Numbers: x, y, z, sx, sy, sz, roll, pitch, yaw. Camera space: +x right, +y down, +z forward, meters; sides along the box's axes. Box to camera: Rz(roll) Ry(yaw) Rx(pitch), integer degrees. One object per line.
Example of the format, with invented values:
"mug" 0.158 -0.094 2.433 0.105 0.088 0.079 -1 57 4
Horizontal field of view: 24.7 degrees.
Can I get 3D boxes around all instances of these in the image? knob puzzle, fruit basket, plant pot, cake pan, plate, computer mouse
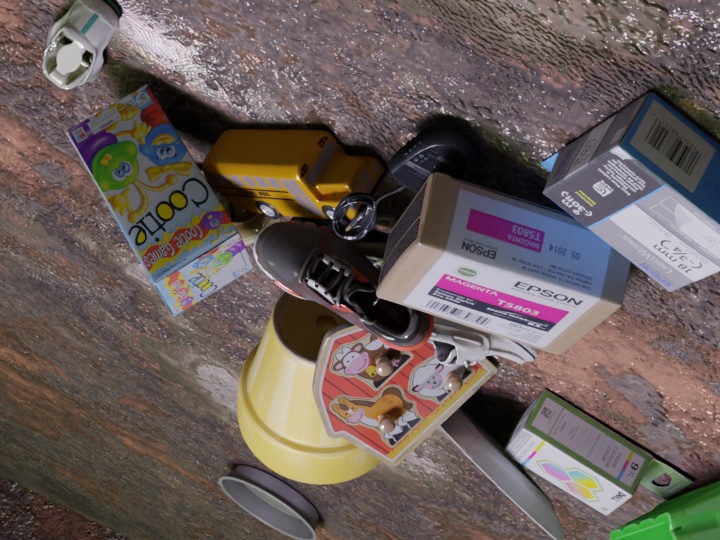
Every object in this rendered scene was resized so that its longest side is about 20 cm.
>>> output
"knob puzzle" 0.033 0.125 1.839 0.220 0.219 0.031 48 -169 -35
"fruit basket" 0.411 0.319 1.850 0.213 0.157 0.216 -13 167 -3
"plant pot" -0.044 0.117 1.937 0.199 0.201 0.190 25 141 15
"cake pan" -0.154 0.402 2.859 0.199 0.037 0.201 27 157 12
"plate" 0.159 0.227 2.000 0.200 0.032 0.200 45 -178 -28
"computer mouse" 0.036 -0.083 1.532 0.058 0.034 0.199 28 142 -26

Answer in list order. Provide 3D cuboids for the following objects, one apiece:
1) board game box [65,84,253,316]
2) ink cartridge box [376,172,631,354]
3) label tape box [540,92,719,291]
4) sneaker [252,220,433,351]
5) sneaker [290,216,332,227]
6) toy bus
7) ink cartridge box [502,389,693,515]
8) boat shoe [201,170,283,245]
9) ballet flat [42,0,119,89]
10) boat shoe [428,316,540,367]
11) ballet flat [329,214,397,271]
"board game box" -0.210 -0.073 1.725 0.201 0.102 0.105 57 173 20
"ink cartridge box" 0.130 -0.002 1.516 0.198 0.076 0.165 17 159 -7
"label tape box" 0.233 -0.053 1.356 0.144 0.064 0.200 36 157 -8
"sneaker" -0.016 0.008 1.603 0.199 0.078 0.082 27 180 5
"sneaker" 0.000 0.000 1.765 0.198 0.081 0.087 25 147 4
"toy bus" -0.067 -0.099 1.659 0.199 0.065 0.078 6 145 48
"ink cartridge box" 0.270 0.225 1.891 0.199 0.060 0.104 31 158 3
"boat shoe" -0.157 -0.075 1.815 0.199 0.074 0.063 6 149 49
"ballet flat" -0.299 -0.226 1.699 0.069 0.070 0.200 36 158 -9
"boat shoe" 0.100 0.069 1.732 0.198 0.066 0.073 22 170 -21
"ballet flat" 0.047 -0.022 1.659 0.198 0.073 0.072 4 147 28
